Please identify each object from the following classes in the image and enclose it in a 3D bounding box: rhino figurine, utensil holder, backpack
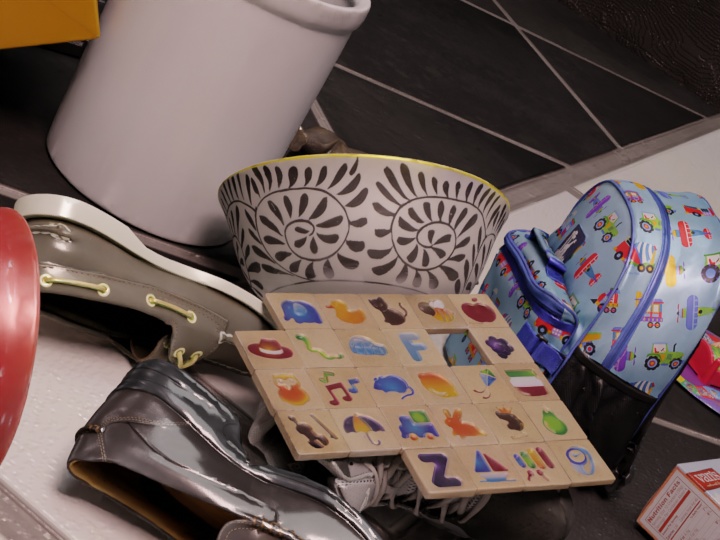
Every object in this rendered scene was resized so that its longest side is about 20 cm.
[{"bbox_3d":[0.017,-0.050,1.273,0.199,0.060,0.087,35,10,0],"label":"rhino figurine"},{"bbox_3d":[-0.113,-0.144,1.109,0.169,0.201,0.170,27,21,-12],"label":"utensil holder"},{"bbox_3d":[0.167,0.025,1.119,0.134,0.201,0.183,25,22,-15],"label":"backpack"}]

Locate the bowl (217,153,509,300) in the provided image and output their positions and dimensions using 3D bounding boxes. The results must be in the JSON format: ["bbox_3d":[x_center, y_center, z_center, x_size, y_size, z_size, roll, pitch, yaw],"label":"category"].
[{"bbox_3d":[0.000,0.000,1.048,0.198,0.095,0.201,3,-15,1],"label":"bowl"}]

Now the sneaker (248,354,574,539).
[{"bbox_3d":[0.022,0.128,0.892,0.198,0.076,0.116,26,28,4],"label":"sneaker"}]

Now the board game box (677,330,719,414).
[{"bbox_3d":[0.347,0.083,1.458,0.157,0.039,0.200,36,21,10],"label":"board game box"}]

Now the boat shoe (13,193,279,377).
[{"bbox_3d":[-0.123,0.025,0.916,0.201,0.072,0.061,31,58,-36],"label":"boat shoe"}]

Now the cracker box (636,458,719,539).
[{"bbox_3d":[0.302,0.215,1.082,0.133,0.058,0.200,4,35,-52],"label":"cracker box"}]

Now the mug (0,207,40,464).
[{"bbox_3d":[-0.245,0.030,0.646,0.198,0.134,0.178,13,26,-32],"label":"mug"}]

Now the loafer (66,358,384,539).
[{"bbox_3d":[-0.058,0.133,0.777,0.199,0.073,0.072,36,45,10],"label":"loafer"}]

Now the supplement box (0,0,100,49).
[{"bbox_3d":[-0.284,-0.247,1.081,0.195,0.134,0.201,-7,30,-6],"label":"supplement box"}]

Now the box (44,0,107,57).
[{"bbox_3d":[-0.281,-0.244,1.317,0.199,0.044,0.160,13,28,-40],"label":"box"}]

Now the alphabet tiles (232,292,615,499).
[{"bbox_3d":[0.031,0.069,0.911,0.198,0.008,0.168,1,39,-31],"label":"alphabet tiles"}]
